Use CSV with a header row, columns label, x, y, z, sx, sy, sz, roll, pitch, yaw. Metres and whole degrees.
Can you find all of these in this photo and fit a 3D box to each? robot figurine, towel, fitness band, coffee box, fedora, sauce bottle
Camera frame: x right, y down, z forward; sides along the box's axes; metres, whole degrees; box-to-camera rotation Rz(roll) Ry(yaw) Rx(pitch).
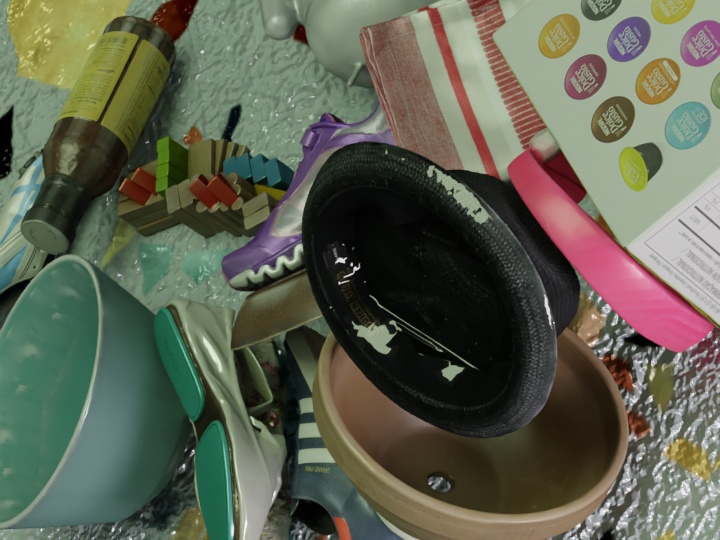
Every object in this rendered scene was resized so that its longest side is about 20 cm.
label,x,y,z,sx,sy,sz,roll,pitch,yaw
robot figurine,0.009,-0.213,1.860,0.169,0.113,0.200,-15,55,3
towel,0.111,-0.137,1.745,0.200,0.023,0.144,-21,67,4
fitness band,0.158,-0.017,1.585,0.037,0.200,0.144,-41,69,12
coffee box,0.239,-0.099,1.566,0.198,0.200,0.200,-40,49,15
fedora,0.060,-0.001,1.546,0.200,0.201,0.092,16,34,41
sauce bottle,-0.203,-0.103,1.965,0.065,0.065,0.200,-3,49,36

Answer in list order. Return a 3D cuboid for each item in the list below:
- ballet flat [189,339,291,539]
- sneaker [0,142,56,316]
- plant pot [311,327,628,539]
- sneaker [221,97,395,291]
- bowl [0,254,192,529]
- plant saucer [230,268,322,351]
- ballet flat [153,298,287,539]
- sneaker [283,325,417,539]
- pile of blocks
label,x,y,z,sx,sy,sz,roll,pitch,yaw
ballet flat,-0.085,0.119,1.783,0.076,0.064,0.200,-41,45,41
sneaker,-0.254,-0.025,2.002,0.072,0.072,0.200,30,76,4
plant pot,0.062,0.110,1.635,0.093,0.200,0.201,108,148,-42
sneaker,-0.020,-0.060,1.806,0.200,0.080,0.089,-34,84,12
bowl,-0.188,0.099,1.827,0.201,0.105,0.201,-40,39,43
plant saucer,0.000,0.000,1.711,0.200,0.200,0.032,-23,91,26
ballet flat,-0.084,0.104,1.732,0.069,0.069,0.200,-30,60,21
sneaker,-0.023,0.123,1.735,0.085,0.075,0.200,-45,44,18
pile of blocks,-0.109,-0.067,1.907,0.200,0.062,0.082,8,72,39
